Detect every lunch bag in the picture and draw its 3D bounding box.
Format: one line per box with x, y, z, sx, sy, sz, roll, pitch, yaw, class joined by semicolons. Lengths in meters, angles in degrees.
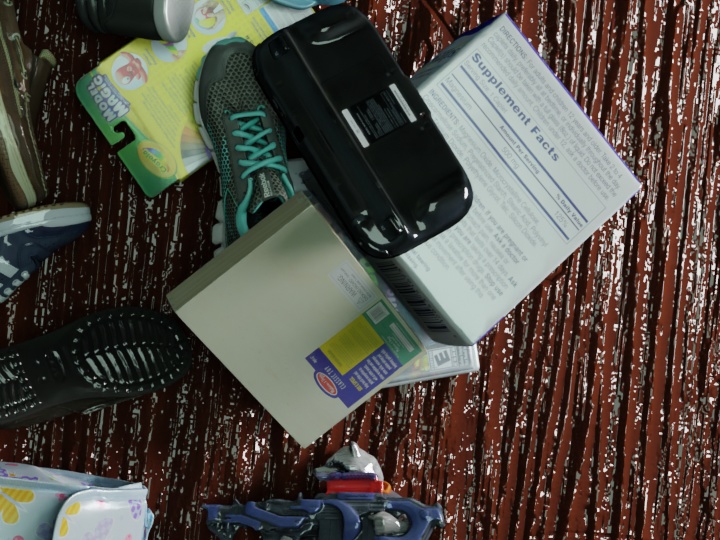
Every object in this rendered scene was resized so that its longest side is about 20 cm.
-0.265;0.234;1.278;0.199;0.127;0.171;12;89;-21;lunch bag

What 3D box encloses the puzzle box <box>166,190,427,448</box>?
-0.046;0.043;1.308;0.133;0.025;0.200;-38;131;0;puzzle box

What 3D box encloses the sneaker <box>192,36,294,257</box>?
-0.079;-0.081;1.300;0.077;0.091;0.201;-14;107;-18;sneaker

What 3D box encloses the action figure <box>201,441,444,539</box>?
-0.030;0.237;1.370;0.199;0.105;0.195;7;80;11;action figure

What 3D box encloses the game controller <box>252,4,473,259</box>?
0.002;-0.109;1.270;0.104;0.042;0.201;-27;79;-23;game controller

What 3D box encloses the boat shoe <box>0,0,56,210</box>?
-0.271;-0.152;1.302;0.074;0.075;0.204;-19;94;-19;boat shoe

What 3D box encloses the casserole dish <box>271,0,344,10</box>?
-0.041;-0.310;1.351;0.120;0.039;0.201;15;72;-21;casserole dish

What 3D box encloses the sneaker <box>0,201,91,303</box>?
-0.293;0.021;1.296;0.199;0.070;0.109;-19;91;-7;sneaker

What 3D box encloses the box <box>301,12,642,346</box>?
0.088;-0.072;1.354;0.200;0.105;0.184;-41;98;-11;box

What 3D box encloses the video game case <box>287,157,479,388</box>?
0.000;0.000;1.396;0.181;0.023;0.202;-9;92;-14;video game case

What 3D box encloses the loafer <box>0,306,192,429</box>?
-0.230;0.079;1.318;0.199;0.071;0.073;-10;77;-29;loafer

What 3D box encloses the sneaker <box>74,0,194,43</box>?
-0.175;-0.271;1.326;0.098;0.071;0.201;1;65;17;sneaker

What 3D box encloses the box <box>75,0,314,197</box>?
-0.124;-0.158;1.353;0.200;0.048;0.118;-36;99;-14;box
